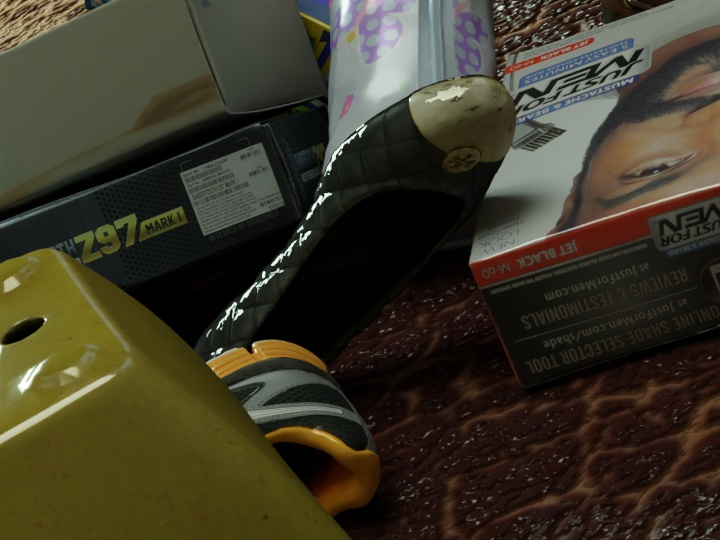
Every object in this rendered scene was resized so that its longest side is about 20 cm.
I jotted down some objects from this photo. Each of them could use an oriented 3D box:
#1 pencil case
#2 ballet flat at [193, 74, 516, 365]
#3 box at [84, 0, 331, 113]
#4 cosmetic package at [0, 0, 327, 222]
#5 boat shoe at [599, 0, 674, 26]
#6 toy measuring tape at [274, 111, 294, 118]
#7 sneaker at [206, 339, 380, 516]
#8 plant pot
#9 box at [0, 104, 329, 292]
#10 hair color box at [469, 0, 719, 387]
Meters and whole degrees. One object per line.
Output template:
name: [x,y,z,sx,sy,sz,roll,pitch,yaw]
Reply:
pencil case: [0.023,-0.105,1.071,0.083,0.091,0.200,0,54,0]
ballet flat: [0.000,0.000,0.934,0.200,0.066,0.057,-50,37,33]
box: [-0.039,-0.133,1.192,0.200,0.064,0.070,28,49,19]
cosmetic package: [-0.129,-0.079,1.141,0.200,0.071,0.105,-20,-1,30]
boat shoe: [0.193,-0.127,1.064,0.200,0.068,0.072,-6,30,38]
toy measuring tape: [-0.107,-0.081,1.233,0.200,0.074,0.074,-12,21,-10]
sneaker: [-0.081,0.096,0.865,0.200,0.078,0.077,-34,34,-16]
plant pot: [-0.085,0.114,0.670,0.194,0.200,0.196,-29,24,-9]
box: [-0.110,-0.018,1.103,0.200,0.051,0.158,-20,3,11]
hair color box: [0.112,-0.041,0.972,0.111,0.064,0.200,-18,26,17]
